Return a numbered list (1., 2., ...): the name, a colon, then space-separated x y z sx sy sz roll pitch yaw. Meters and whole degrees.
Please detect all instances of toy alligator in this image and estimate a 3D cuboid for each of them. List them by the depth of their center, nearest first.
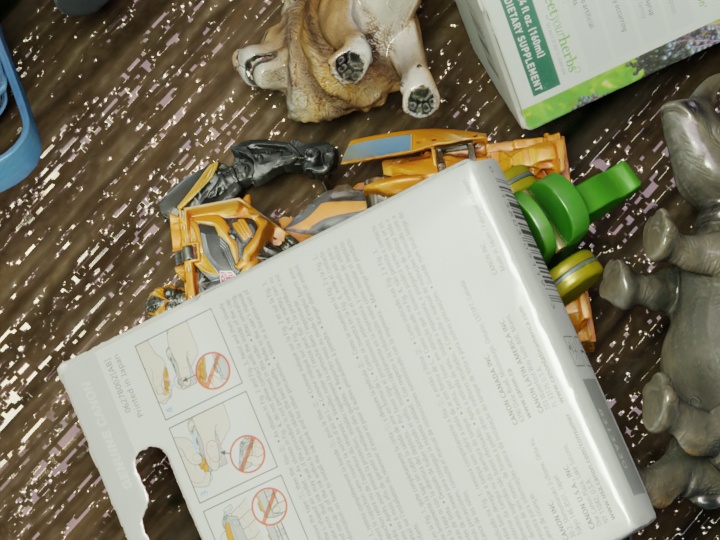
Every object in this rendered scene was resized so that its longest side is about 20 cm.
1. toy alligator: 0.035 0.009 0.948 0.200 0.054 0.059 -33 76 -5

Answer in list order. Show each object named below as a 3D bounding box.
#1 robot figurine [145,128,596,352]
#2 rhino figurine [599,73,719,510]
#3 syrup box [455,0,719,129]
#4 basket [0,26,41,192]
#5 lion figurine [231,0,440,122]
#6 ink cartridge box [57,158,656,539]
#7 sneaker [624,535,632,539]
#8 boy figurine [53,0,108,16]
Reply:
1. robot figurine: 0.000 0.000 1.011 0.199 0.058 0.146 -9 75 2
2. rhino figurine: 0.150 0.007 0.949 0.087 0.060 0.201 16 65 -24
3. syrup box: 0.141 -0.152 1.014 0.199 0.079 0.082 -24 38 -1
4. basket: -0.236 -0.086 1.001 0.176 0.139 0.200 -17 45 1
5. lion figurine: 0.012 -0.145 0.985 0.072 0.123 0.201 18 113 -19
6. ink cartridge box: -0.003 0.068 0.909 0.199 0.050 0.161 -27 80 18
7. sneaker: 0.021 0.131 0.959 0.199 0.095 0.079 -16 73 0
8. boy figurine: -0.169 -0.196 1.054 0.064 0.124 0.200 -50 46 18
